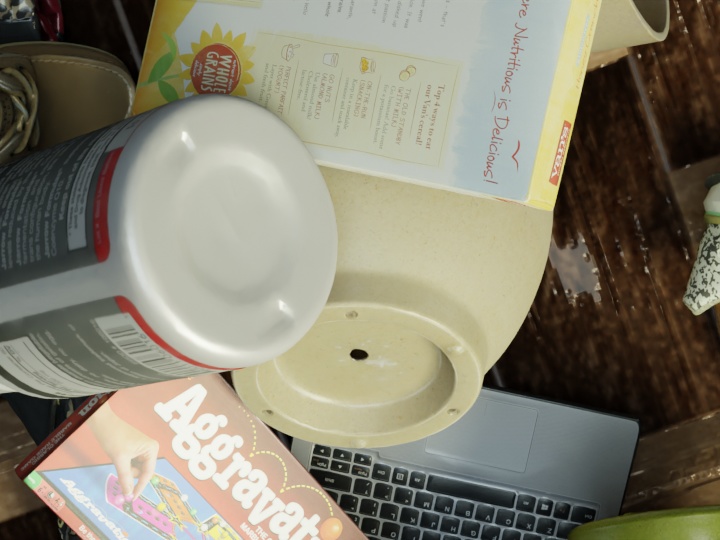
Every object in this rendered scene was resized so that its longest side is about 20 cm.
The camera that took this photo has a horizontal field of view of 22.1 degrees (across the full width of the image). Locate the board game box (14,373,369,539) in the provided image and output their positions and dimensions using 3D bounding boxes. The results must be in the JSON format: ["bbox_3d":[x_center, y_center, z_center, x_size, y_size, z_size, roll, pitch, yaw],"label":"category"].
[{"bbox_3d":[-0.069,0.129,0.917,0.103,0.019,0.200,-45,119,-9],"label":"board game box"}]

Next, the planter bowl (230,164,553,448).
[{"bbox_3d":[0.000,0.000,0.899,0.199,0.135,0.201,1,141,1],"label":"planter bowl"}]

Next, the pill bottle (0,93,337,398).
[{"bbox_3d":[-0.114,-0.003,0.820,0.200,0.114,0.114,-12,101,47],"label":"pill bottle"}]

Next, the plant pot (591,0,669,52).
[{"bbox_3d":[0.028,-0.176,0.911,0.199,0.187,0.188,-15,98,20],"label":"plant pot"}]

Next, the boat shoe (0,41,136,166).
[{"bbox_3d":[-0.184,-0.069,0.885,0.199,0.064,0.072,-17,103,-38],"label":"boat shoe"}]

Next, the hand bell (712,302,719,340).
[{"bbox_3d":[0.239,0.097,0.986,0.104,0.104,0.201,-29,83,8],"label":"hand bell"}]

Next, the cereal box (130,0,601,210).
[{"bbox_3d":[0.004,-0.114,0.805,0.199,0.039,0.145,14,90,24],"label":"cereal box"}]

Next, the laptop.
[{"bbox_3d":[0.040,0.169,0.982,0.186,0.116,0.201,12,107,2],"label":"laptop"}]

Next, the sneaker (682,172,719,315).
[{"bbox_3d":[0.255,0.027,0.961,0.199,0.077,0.089,27,89,8],"label":"sneaker"}]

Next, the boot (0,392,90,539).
[{"bbox_3d":[-0.159,0.084,0.998,0.073,0.200,0.151,-31,61,-26],"label":"boot"}]

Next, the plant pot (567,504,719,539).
[{"bbox_3d":[0.175,0.215,0.904,0.199,0.200,0.194,-5,77,5],"label":"plant pot"}]

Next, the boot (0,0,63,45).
[{"bbox_3d":[-0.235,-0.103,0.978,0.150,0.073,0.201,-3,96,4],"label":"boot"}]
